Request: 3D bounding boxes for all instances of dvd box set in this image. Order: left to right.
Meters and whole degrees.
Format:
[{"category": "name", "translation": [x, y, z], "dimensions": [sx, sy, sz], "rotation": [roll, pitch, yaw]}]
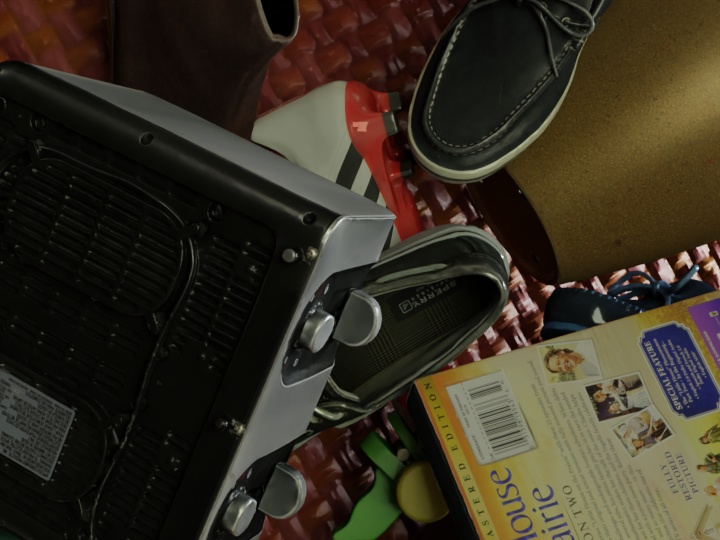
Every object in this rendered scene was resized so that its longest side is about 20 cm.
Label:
[{"category": "dvd box set", "translation": [0.139, 0.092, 0.745], "dimensions": [0.199, 0.029, 0.147], "rotation": [-16, 64, -16]}]

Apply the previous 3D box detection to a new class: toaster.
[{"category": "toaster", "translation": [-0.104, 0.023, 0.668], "dimensions": [0.200, 0.119, 0.181], "rotation": [26, 99, 18]}]

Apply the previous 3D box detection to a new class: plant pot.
[{"category": "plant pot", "translation": [0.159, -0.085, 0.864], "dimensions": [0.200, 0.186, 0.187], "rotation": [-32, 96, -11]}]

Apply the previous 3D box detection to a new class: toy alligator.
[{"category": "toy alligator", "translation": [0.069, 0.076, 0.797], "dimensions": [0.199, 0.059, 0.054], "rotation": [-25, 93, 0]}]

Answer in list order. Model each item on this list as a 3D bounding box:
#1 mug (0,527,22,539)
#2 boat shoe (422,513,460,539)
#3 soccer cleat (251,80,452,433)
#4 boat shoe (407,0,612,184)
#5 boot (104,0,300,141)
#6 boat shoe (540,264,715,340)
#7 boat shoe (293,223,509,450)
[{"category": "mug", "translation": [-0.156, 0.192, 0.688], "dimensions": [0.114, 0.185, 0.152], "rotation": [-12, 63, -29]}, {"category": "boat shoe", "translation": [0.073, 0.141, 0.842], "dimensions": [0.200, 0.070, 0.070], "rotation": [-54, 143, -18]}, {"category": "soccer cleat", "translation": [0.000, 0.000, 0.829], "dimensions": [0.085, 0.069, 0.201], "rotation": [-11, 108, 14]}, {"category": "boat shoe", "translation": [0.088, -0.133, 0.790], "dimensions": [0.075, 0.062, 0.200], "rotation": [35, 83, 18]}, {"category": "boot", "translation": [-0.073, -0.083, 0.745], "dimensions": [0.072, 0.166, 0.201], "rotation": [-12, 87, -26]}, {"category": "boat shoe", "translation": [0.173, 0.035, 0.890], "dimensions": [0.200, 0.084, 0.069], "rotation": [23, 82, -45]}, {"category": "boat shoe", "translation": [-0.018, 0.040, 0.765], "dimensions": [0.200, 0.071, 0.072], "rotation": [-34, 99, 6]}]
